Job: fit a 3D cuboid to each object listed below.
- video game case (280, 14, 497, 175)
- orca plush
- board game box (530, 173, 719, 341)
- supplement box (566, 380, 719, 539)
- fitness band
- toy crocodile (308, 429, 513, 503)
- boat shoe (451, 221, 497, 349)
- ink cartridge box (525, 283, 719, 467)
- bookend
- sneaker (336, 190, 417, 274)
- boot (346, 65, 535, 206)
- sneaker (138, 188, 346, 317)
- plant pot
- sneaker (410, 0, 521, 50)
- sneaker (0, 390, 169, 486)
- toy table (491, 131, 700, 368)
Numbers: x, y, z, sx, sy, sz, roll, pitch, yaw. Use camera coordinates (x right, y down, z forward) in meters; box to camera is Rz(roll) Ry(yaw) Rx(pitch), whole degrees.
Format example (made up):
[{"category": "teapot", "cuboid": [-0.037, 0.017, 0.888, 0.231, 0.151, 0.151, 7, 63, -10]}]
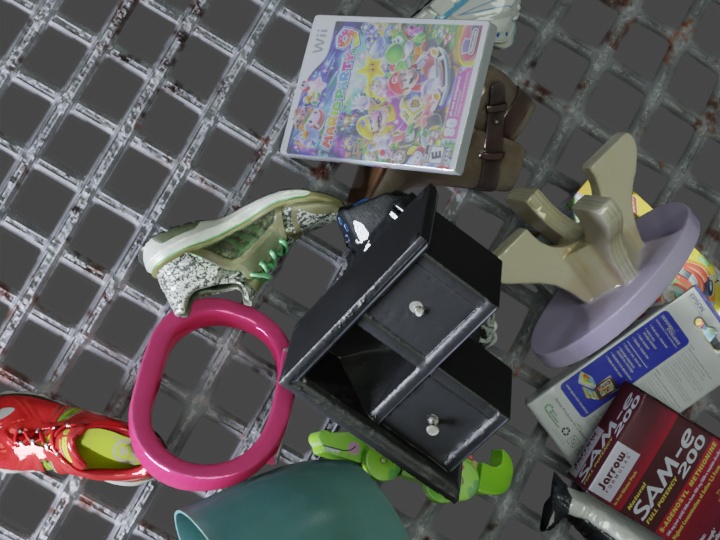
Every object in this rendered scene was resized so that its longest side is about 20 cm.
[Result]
[{"category": "video game case", "cuboid": [0.023, -0.167, 1.359, 0.199, 0.018, 0.144, 9, 81, 35]}, {"category": "orca plush", "cuboid": [0.244, 0.272, 1.395, 0.199, 0.105, 0.071, 21, 122, -30]}, {"category": "board game box", "cuboid": [0.265, 0.010, 1.441, 0.200, 0.034, 0.135, 42, 81, -4]}, {"category": "supplement box", "cuboid": [0.308, 0.202, 1.368, 0.200, 0.061, 0.109, 31, 92, -12]}, {"category": "fitness band", "cuboid": [-0.132, 0.110, 1.317, 0.143, 0.038, 0.201, 12, 51, -1]}, {"category": "toy crocodile", "cuboid": [0.049, 0.178, 1.375, 0.199, 0.068, 0.062, 16, 76, -10]}, {"category": "boat shoe", "cuboid": [0.096, 0.052, 1.390, 0.068, 0.074, 0.200, -17, 78, 4]}, {"category": "ink cartridge box", "cuboid": [0.266, 0.106, 1.400, 0.200, 0.037, 0.095, -36, 94, 10]}, {"category": "bookend", "cuboid": [0.069, 0.068, 1.262, 0.200, 0.092, 0.199, 36, 120, -15]}, {"category": "sneaker", "cuboid": [0.000, 0.000, 1.352, 0.200, 0.073, 0.112, -42, 81, 29]}, {"category": "boot", "cuboid": [0.082, -0.107, 1.407, 0.146, 0.070, 0.201, 19, 102, -22]}, {"category": "sneaker", "cuboid": [-0.101, -0.011, 1.357, 0.199, 0.077, 0.089, -20, 74, -3]}, {"category": "plant pot", "cuboid": [-0.046, 0.262, 1.292, 0.161, 0.201, 0.201, -27, 90, -19]}, {"category": "sneaker", "cuboid": [0.134, -0.266, 1.432, 0.200, 0.075, 0.087, -42, 99, -2]}, {"category": "sneaker", "cuboid": [-0.271, 0.150, 1.315, 0.199, 0.085, 0.077, 7, 83, -9]}, {"category": "toy table", "cuboid": [0.209, -0.022, 1.337, 0.200, 0.184, 0.117, -48, 110, -21]}]
